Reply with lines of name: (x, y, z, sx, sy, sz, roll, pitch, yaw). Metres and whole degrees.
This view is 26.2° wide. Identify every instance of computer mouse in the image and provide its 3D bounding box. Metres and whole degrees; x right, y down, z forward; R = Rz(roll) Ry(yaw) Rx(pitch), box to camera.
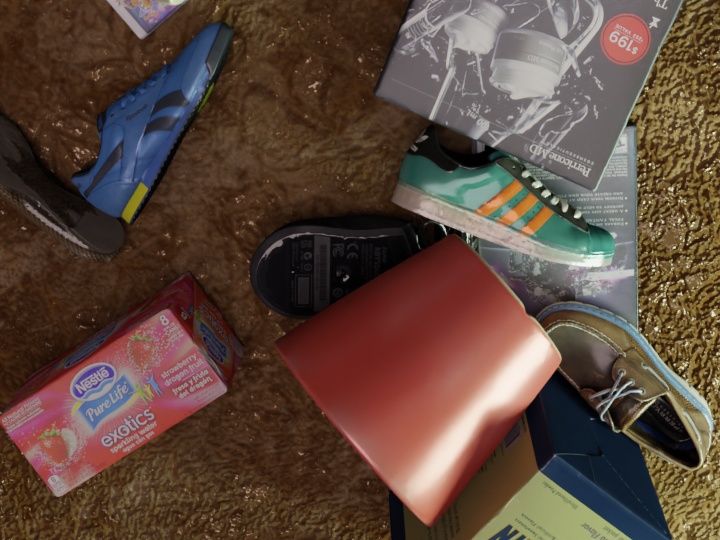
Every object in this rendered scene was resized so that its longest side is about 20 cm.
computer mouse: (0.000, 0.000, 1.370, 0.198, 0.053, 0.140, 4, 110, -7)

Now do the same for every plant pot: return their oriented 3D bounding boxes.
plant pot: (0.057, 0.080, 1.286, 0.177, 0.200, 0.201, -40, 101, -2)

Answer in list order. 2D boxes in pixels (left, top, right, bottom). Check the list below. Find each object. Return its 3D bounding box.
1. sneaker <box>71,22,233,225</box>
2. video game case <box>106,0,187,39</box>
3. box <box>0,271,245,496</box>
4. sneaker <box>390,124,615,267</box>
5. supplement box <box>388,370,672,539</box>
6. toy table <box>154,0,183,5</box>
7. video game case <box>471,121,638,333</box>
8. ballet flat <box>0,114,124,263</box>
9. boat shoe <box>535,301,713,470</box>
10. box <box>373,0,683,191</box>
sneaker: (-0.182, -0.137, 1.330, 0.078, 0.066, 0.201, 33, 108, -2)
video game case: (-0.158, -0.312, 1.293, 0.200, 0.018, 0.143, -38, 102, 16)
box: (-0.213, 0.102, 1.394, 0.199, 0.100, 0.096, -32, 103, 15)
sneaker: (0.130, -0.062, 1.304, 0.198, 0.071, 0.081, 18, 99, -9)
supplement box: (0.138, 0.212, 1.339, 0.134, 0.200, 0.200, 36, 109, -15)
toy table: (-0.120, -0.305, 1.195, 0.183, 0.117, 0.202, 3, 112, 34)
video game case: (0.172, -0.028, 1.358, 0.141, 0.019, 0.202, -2, 109, 6)
ballet flat: (-0.296, -0.074, 1.369, 0.200, 0.068, 0.046, 39, 138, -11)
boat shoe: (0.235, 0.102, 1.353, 0.199, 0.073, 0.072, 34, 118, -13)
box: (0.137, -0.192, 1.251, 0.199, 0.104, 0.183, 23, 106, 0)
